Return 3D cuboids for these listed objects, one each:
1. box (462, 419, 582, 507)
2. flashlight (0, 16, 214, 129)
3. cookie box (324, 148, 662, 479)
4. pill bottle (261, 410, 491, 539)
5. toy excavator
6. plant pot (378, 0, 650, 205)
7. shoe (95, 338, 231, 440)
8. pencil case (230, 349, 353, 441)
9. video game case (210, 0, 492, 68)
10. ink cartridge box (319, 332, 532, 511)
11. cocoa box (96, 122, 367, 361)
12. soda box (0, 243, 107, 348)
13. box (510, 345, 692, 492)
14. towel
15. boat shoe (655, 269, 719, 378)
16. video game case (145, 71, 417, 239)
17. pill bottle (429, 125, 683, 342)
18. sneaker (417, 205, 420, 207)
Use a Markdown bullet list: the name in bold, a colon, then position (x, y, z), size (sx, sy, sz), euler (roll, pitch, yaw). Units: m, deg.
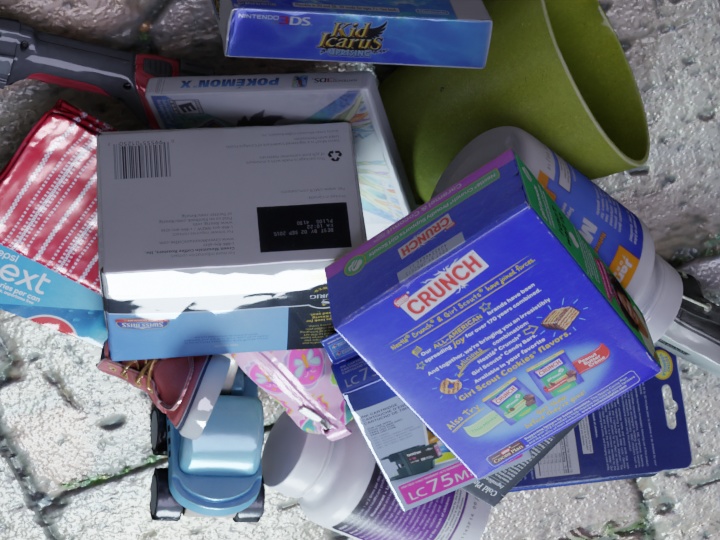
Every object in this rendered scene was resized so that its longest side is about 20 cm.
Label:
- **box**: position (0.116, 0.065, 1.826), size (0.104, 0.200, 0.182), euler (31, 111, -30)
- **flashlight**: position (-0.220, -0.155, 1.694), size (0.200, 0.068, 0.068), euler (11, 95, -15)
- **cookie box**: position (0.098, 0.035, 1.553), size (0.171, 0.075, 0.200), euler (-32, 127, 14)
- **pill bottle**: position (0.013, 0.195, 1.943), size (0.200, 0.111, 0.111), euler (25, 115, -26)
- **toy excavator**: position (-0.121, 0.107, 1.853), size (0.100, 0.195, 0.200), euler (4, 150, -15)
- **plant pot**: position (0.105, -0.132, 1.722), size (0.200, 0.187, 0.187), euler (-24, 126, 22)
- **shoe**: position (-0.163, 0.080, 1.701), size (0.091, 0.200, 0.072), euler (25, 91, -10)
- **pencil case**: position (-0.063, 0.064, 1.776), size (0.087, 0.087, 0.200), euler (-31, 136, 9)
- **video game case**: position (-0.016, -0.219, 1.621), size (0.200, 0.181, 0.046), euler (2, 121, -14)
- **ink cartridge box**: position (0.054, 0.103, 1.674), size (0.119, 0.042, 0.200), euler (-23, 133, 2)
- **cocoa box**: position (-0.100, -0.021, 1.624), size (0.200, 0.134, 0.131), euler (-3, 147, -5)
- **soda box**: position (-0.247, 0.010, 1.793), size (0.200, 0.064, 0.068), euler (23, 115, -24)
- **box**: position (0.201, 0.137, 1.950), size (0.200, 0.121, 0.032), euler (-5, 167, -8)
- **towel**: position (-0.203, -0.043, 1.709), size (0.200, 0.023, 0.145), euler (29, 119, -27)
- **boat shoe**: position (0.281, 0.032, 1.929), size (0.200, 0.071, 0.064), euler (30, 80, -19)
- **video game case**: position (-0.058, -0.087, 1.689), size (0.182, 0.022, 0.200), euler (0, 145, 15)
- **pill bottle**: position (0.157, -0.017, 1.642), size (0.200, 0.112, 0.112), euler (34, 110, -29)
- **sneaker**: position (0.000, 0.000, 1.833), size (0.082, 0.075, 0.200), euler (25, 115, -27)
